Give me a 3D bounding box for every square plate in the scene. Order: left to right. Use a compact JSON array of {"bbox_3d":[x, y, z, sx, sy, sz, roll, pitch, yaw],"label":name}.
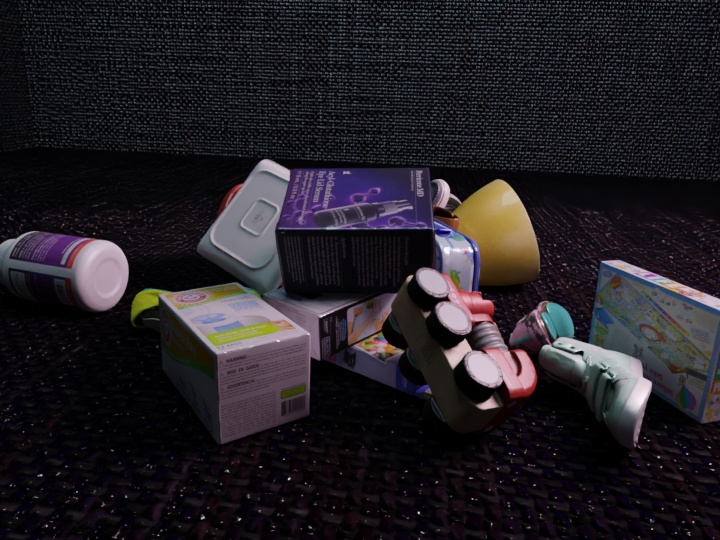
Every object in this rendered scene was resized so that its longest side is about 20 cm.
[{"bbox_3d":[-0.155,-0.080,0.923,0.197,0.201,0.028,27,-12,36],"label":"square plate"}]

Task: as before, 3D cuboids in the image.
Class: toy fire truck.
[{"bbox_3d":[0.141,0.097,0.679,0.197,0.130,0.177,-1,47,-32],"label":"toy fire truck"}]

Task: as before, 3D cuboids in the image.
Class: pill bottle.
[{"bbox_3d":[-0.485,-0.001,0.926,0.197,0.115,0.112,8,18,17],"label":"pill bottle"}]

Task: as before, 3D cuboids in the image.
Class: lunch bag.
[{"bbox_3d":[0.110,0.004,0.896,0.081,0.164,0.200,-4,17,-18],"label":"lunch bag"}]

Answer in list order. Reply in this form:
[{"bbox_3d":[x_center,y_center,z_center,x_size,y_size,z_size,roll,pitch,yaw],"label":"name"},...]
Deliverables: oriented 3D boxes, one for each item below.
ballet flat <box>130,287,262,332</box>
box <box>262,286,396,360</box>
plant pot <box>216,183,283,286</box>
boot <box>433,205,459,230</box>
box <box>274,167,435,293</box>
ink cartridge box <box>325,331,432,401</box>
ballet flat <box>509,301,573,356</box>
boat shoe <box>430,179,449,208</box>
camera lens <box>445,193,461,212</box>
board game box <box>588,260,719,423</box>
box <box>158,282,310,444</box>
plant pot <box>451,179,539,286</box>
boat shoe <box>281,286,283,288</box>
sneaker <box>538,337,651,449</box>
[{"bbox_3d":[-0.244,0.065,0.851,0.196,0.068,0.068,1,38,3],"label":"ballet flat"},{"bbox_3d":[-0.023,0.047,0.791,0.116,0.061,0.198,16,24,41],"label":"box"},{"bbox_3d":[-0.153,-0.072,1.050,0.179,0.204,0.200,2,16,17],"label":"plant pot"},{"bbox_3d":[0.117,-0.040,1.048,0.075,0.158,0.200,-4,18,-18],"label":"boot"},{"bbox_3d":[-0.002,-0.055,0.764,0.196,0.106,0.149,-1,40,3],"label":"box"},{"bbox_3d":[0.047,0.108,0.769,0.198,0.043,0.119,17,23,36],"label":"ink cartridge box"},{"bbox_3d":[0.248,0.085,0.809,0.070,0.070,0.199,-26,-11,26],"label":"ballet flat"},{"bbox_3d":[0.070,-0.108,1.078,0.092,0.200,0.075,25,32,-45],"label":"boat shoe"},{"bbox_3d":[0.116,-0.097,1.223,0.158,0.163,0.199,-9,20,-32],"label":"camera lens"},{"bbox_3d":[0.375,0.080,0.731,0.034,0.137,0.200,-3,18,-17],"label":"board game box"},{"bbox_3d":[-0.154,0.096,0.673,0.111,0.103,0.199,-9,20,-33],"label":"box"},{"bbox_3d":[0.226,-0.051,1.091,0.140,0.203,0.200,-20,19,-3],"label":"plant pot"},{"bbox_3d":[-0.082,0.041,0.901,0.070,0.071,0.201,15,35,13],"label":"boat shoe"},{"bbox_3d":[0.256,0.131,0.650,0.116,0.075,0.200,15,11,19],"label":"sneaker"}]
